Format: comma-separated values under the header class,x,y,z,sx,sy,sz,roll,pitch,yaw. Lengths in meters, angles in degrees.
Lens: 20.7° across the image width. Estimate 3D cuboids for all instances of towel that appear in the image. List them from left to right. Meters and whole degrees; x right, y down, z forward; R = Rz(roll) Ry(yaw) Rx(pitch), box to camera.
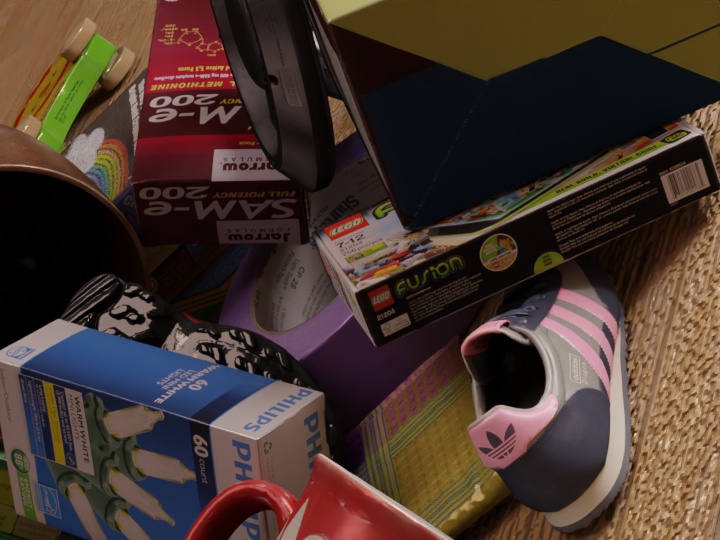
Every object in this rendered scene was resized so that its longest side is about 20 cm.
class,x,y,z,sx,sy,sz,roll,pitch,yaw
towel,0.010,0.131,1.072,0.200,0.023,0.144,-45,26,16

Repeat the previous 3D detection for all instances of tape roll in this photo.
class,x,y,z,sx,sy,sz,roll,pitch,yaw
tape roll,0.000,0.000,1.217,0.200,0.066,0.201,-39,27,24

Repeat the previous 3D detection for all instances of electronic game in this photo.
class,x,y,z,sx,sy,sz,roll,pitch,yaw
electronic game,-0.053,-0.142,1.120,0.041,0.202,0.200,-18,24,-8

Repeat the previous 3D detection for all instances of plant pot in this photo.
class,x,y,z,sx,sy,sz,roll,pitch,yaw
plant pot,-0.246,-0.020,1.283,0.187,0.187,0.200,-47,30,8

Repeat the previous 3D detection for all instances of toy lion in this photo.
class,x,y,z,sx,sy,sz,roll,pitch,yaw
toy lion,-0.316,-0.159,1.999,0.191,0.068,0.201,-26,34,56

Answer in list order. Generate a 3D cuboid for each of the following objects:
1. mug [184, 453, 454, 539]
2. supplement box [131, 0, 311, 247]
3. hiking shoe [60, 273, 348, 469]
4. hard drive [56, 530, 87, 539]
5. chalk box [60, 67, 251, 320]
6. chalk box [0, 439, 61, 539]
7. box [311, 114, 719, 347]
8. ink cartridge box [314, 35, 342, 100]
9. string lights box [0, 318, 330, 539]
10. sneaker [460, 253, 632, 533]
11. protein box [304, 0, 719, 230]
class,x,y,z,sx,sy,sz,roll,pitch,yaw
mug,-0.024,0.201,0.917,0.201,0.133,0.177,-58,23,-5
supplement box,-0.083,-0.107,1.267,0.108,0.061,0.201,-1,48,3
hiking shoe,-0.081,0.069,1.146,0.199,0.087,0.075,33,82,25
hard drive,-0.127,0.218,1.082,0.200,0.042,0.135,32,90,46
chalk box,-0.111,-0.075,1.411,0.200,0.124,0.125,-41,33,20
chalk box,-0.231,0.141,1.315,0.201,0.124,0.125,-97,28,-58
box,0.079,-0.031,1.049,0.199,0.035,0.110,-25,22,-6
ink cartridge box,0.077,-0.140,1.234,0.199,0.059,0.104,18,66,25
string lights box,-0.107,0.101,1.067,0.199,0.104,0.059,12,29,37
sneaker,0.087,0.037,0.993,0.070,0.082,0.201,-41,26,23
protein box,0.070,-0.159,1.070,0.197,0.136,0.200,-22,35,-1
